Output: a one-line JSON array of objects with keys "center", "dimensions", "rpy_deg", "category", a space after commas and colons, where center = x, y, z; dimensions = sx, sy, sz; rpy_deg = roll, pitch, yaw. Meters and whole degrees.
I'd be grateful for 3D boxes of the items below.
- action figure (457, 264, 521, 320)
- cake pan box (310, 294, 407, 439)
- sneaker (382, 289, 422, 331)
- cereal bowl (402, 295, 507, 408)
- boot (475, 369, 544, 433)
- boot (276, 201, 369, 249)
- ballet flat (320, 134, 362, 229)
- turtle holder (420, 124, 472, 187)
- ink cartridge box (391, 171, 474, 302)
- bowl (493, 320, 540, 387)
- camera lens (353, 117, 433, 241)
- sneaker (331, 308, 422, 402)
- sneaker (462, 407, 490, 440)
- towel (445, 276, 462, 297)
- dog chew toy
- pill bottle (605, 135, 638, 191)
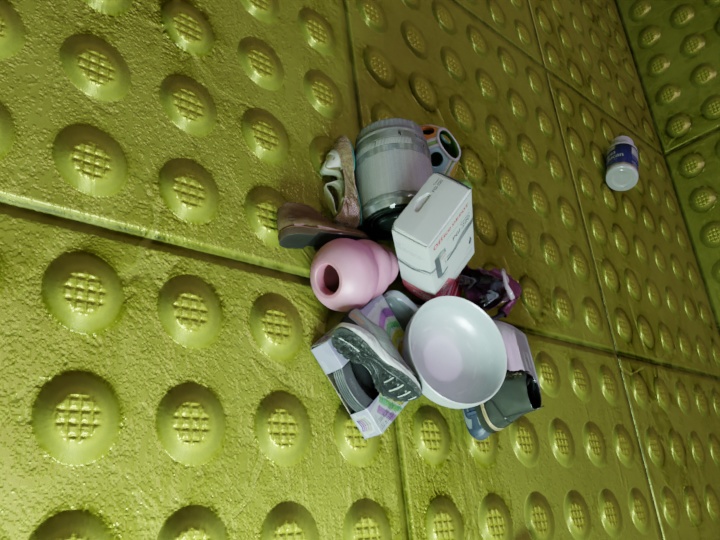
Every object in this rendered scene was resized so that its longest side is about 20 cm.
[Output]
[{"center": [0.306, 0.031, 1.492], "dimensions": [0.197, 0.148, 0.137], "rpy_deg": [6, 64, -46], "category": "action figure"}, {"center": [0.019, 0.164, 1.191], "dimensions": [0.187, 0.052, 0.199], "rpy_deg": [58, 40, -3], "category": "cake pan box"}, {"center": [0.106, 0.098, 1.313], "dimensions": [0.200, 0.072, 0.072], "rpy_deg": [48, 32, -31], "category": "sneaker"}, {"center": [0.161, 0.155, 1.226], "dimensions": [0.195, 0.084, 0.205], "rpy_deg": [9, 62, -17], "category": "cereal bowl"}, {"center": [0.265, 0.186, 1.275], "dimensions": [0.076, 0.138, 0.204], "rpy_deg": [-7, 69, -39], "category": "boot"}, {"center": [-0.065, -0.079, 1.215], "dimensions": [0.197, 0.073, 0.077], "rpy_deg": [8, 57, -41], "category": "boot"}, {"center": [-0.042, -0.174, 1.293], "dimensions": [0.064, 0.070, 0.204], "rpy_deg": [3, 64, -30], "category": "ballet flat"}, {"center": [0.155, -0.227, 1.478], "dimensions": [0.140, 0.130, 0.189], "rpy_deg": [-26, 89, -50], "category": "turtle holder"}, {"center": [0.137, -0.054, 1.230], "dimensions": [0.146, 0.084, 0.201], "rpy_deg": [-51, 151, -20], "category": "ink cartridge box"}, {"center": [0.321, 0.201, 1.432], "dimensions": [0.199, 0.073, 0.205], "rpy_deg": [25, 50, -63], "category": "bowl"}, {"center": [0.067, -0.172, 1.333], "dimensions": [0.158, 0.159, 0.205], "rpy_deg": [16, 58, -41], "category": "camera lens"}, {"center": [0.038, 0.142, 1.131], "dimensions": [0.200, 0.073, 0.080], "rpy_deg": [47, 37, -18], "category": "sneaker"}, {"center": [0.212, 0.234, 1.348], "dimensions": [0.081, 0.070, 0.204], "rpy_deg": [29, 43, -39], "category": "sneaker"}, {"center": [0.153, 0.014, 1.402], "dimensions": [0.202, 0.022, 0.146], "rpy_deg": [56, 39, -28], "category": "towel"}, {"center": [0.000, 0.000, 1.203], "dimensions": [0.198, 0.123, 0.127], "rpy_deg": [-15, 81, -54], "category": "dog chew toy"}, {"center": [0.932, -0.388, 2.413], "dimensions": [0.111, 0.110, 0.202], "rpy_deg": [42, 44, -23], "category": "pill bottle"}]
